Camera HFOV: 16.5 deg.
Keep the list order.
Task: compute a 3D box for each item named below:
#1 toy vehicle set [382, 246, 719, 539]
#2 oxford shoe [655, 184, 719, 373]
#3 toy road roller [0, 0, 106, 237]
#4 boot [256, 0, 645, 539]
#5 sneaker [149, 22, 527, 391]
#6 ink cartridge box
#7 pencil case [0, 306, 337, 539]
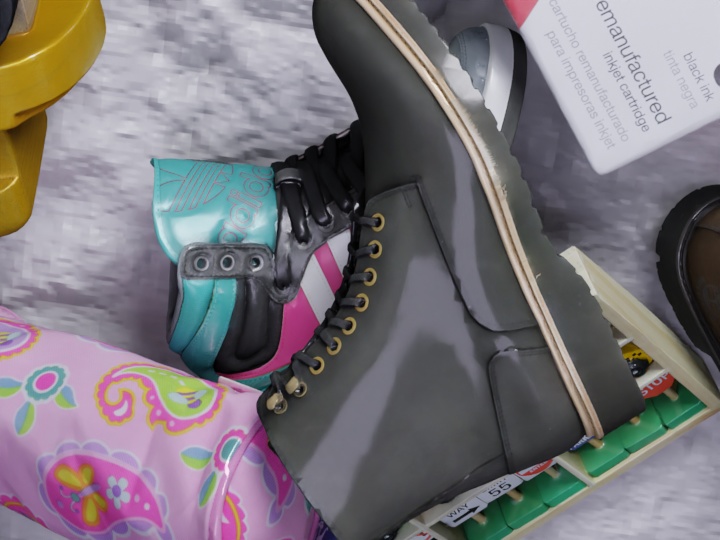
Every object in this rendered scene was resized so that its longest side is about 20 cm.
[{"bbox_3d":[0.042,0.077,1.041,0.199,0.027,0.124,-35,141,17],"label":"toy vehicle set"},{"bbox_3d":[0.198,0.057,1.019,0.073,0.084,0.200,-44,112,-10],"label":"oxford shoe"},{"bbox_3d":[-0.198,-0.084,0.964,0.198,0.123,0.147,-8,125,6],"label":"toy road roller"},{"bbox_3d":[0.000,0.000,0.919,0.138,0.077,0.201,-30,91,-1],"label":"boot"},{"bbox_3d":[-0.024,-0.029,1.003,0.120,0.084,0.201,21,116,-17],"label":"sneaker"},{"bbox_3d":[0.145,-0.150,0.934,0.199,0.084,0.145,-26,110,13],"label":"ink cartridge box"},{"bbox_3d":[-0.105,0.068,1.004,0.199,0.087,0.088,15,119,31],"label":"pencil case"}]
